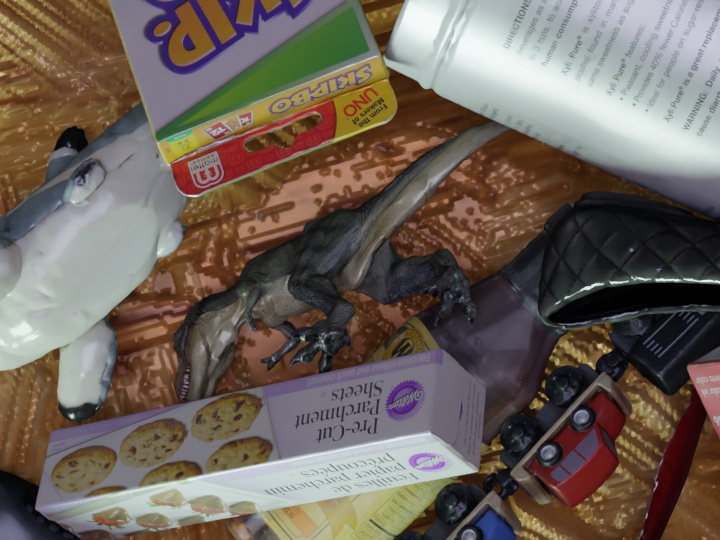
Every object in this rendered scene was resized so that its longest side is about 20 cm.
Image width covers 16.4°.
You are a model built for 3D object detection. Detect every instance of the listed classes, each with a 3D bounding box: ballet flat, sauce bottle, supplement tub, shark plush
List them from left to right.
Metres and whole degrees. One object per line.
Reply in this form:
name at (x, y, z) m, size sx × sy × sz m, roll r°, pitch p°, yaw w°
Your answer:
shark plush at (-0.120, -0.036, 1.043) m, size 0.091 × 0.083 × 0.200 m, roll 25°, pitch 102°, yaw -35°
sauce bottle at (0.030, 0.053, 1.057) m, size 0.066 × 0.066 × 0.200 m, roll 44°, pitch 95°, yaw -2°
supplement tub at (0.124, -0.099, 1.002) m, size 0.200 × 0.132 × 0.132 m, roll 25°, pitch 96°, yaw 0°
ballet flat at (0.159, 0.012, 0.960) m, size 0.200 × 0.066 × 0.057 m, roll 11°, pitch 77°, yaw 37°

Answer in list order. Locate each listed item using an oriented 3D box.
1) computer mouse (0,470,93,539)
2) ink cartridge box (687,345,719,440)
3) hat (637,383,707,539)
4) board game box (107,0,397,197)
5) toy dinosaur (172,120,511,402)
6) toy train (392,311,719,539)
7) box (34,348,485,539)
computer mouse at (-0.108, 0.160, 1.089) m, size 0.200 × 0.034 × 0.059 m, roll 40°, pitch 95°, yaw -2°
ink cartridge box at (0.232, 0.101, 1.024) m, size 0.116 × 0.067 × 0.200 m, roll -27°, pitch 95°, yaw -24°
hat at (0.144, 0.160, 1.083) m, size 0.165 × 0.176 × 0.200 m, roll 33°, pitch 136°, yaw 2°
board game box at (-0.060, -0.131, 1.015) m, size 0.095 × 0.030 × 0.200 m, roll -21°, pitch 68°, yaw 2°
toy dinosaur at (0.000, 0.000, 1.042) m, size 0.200 × 0.088 × 0.047 m, roll -34°, pitch 126°, yaw 6°
toy train at (0.085, 0.073, 1.034) m, size 0.200 × 0.034 × 0.046 m, roll -46°, pitch 57°, yaw -5°
box at (-0.044, 0.074, 1.028) m, size 0.200 × 0.039 × 0.042 m, roll -13°, pitch 55°, yaw 31°
